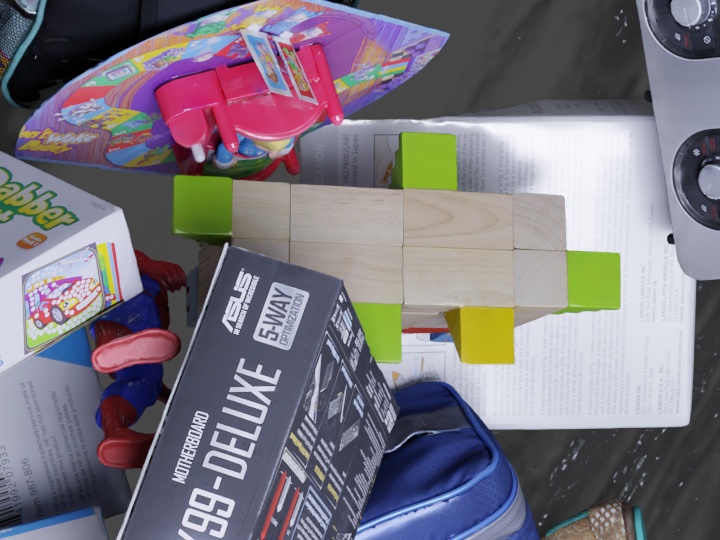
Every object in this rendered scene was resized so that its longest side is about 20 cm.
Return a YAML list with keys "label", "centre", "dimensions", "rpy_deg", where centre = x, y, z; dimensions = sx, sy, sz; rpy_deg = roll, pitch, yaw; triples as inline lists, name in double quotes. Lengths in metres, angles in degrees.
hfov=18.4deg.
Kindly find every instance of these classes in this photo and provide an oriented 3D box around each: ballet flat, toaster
- label: "ballet flat"
  centre: [0.135, 0.214, 1.178]
  dimensions: [0.065, 0.071, 0.201]
  rpy_deg: [-11, 106, 10]
- label: "toaster"
  centre: [0.229, -0.103, 1.065]
  dimensions: [0.200, 0.118, 0.182]
  rpy_deg: [-23, 107, -48]

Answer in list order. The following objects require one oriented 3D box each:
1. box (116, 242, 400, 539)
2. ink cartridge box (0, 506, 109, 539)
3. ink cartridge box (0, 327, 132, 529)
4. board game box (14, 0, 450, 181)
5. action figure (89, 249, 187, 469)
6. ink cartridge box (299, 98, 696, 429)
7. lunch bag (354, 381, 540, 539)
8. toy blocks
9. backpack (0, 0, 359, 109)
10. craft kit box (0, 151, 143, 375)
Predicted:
- label: "box"
  centre: [-0.040, 0.096, 0.875]
  dimensions: [0.050, 0.200, 0.158]
  rpy_deg: [17, 76, 12]
- label: "ink cartridge box"
  centre: [-0.166, 0.209, 0.981]
  dimensions: [0.128, 0.200, 0.126]
  rpy_deg: [-14, 67, -16]
- label: "ink cartridge box"
  centre: [-0.219, 0.063, 0.982]
  dimensions: [0.199, 0.084, 0.145]
  rpy_deg: [-18, 108, -16]
- label: "board game box"
  centre: [-0.050, -0.060, 0.961]
  dimensions: [0.200, 0.158, 0.039]
  rpy_deg: [4, 63, -60]
- label: "action figure"
  centre: [-0.092, 0.029, 0.933]
  dimensions: [0.051, 0.200, 0.066]
  rpy_deg: [-9, 104, -7]
- label: "ink cartridge box"
  centre: [0.068, -0.002, 1.110]
  dimensions: [0.199, 0.050, 0.162]
  rpy_deg: [0, 104, -2]
- label: "lunch bag"
  centre: [-0.016, 0.142, 1.049]
  dimensions: [0.199, 0.136, 0.133]
  rpy_deg: [-22, 109, -6]
- label: "toy blocks"
  centre: [0.000, 0.000, 1.011]
  dimensions: [0.199, 0.137, 0.100]
  rpy_deg: [2, 80, -16]
- label: "backpack"
  centre: [-0.073, -0.164, 0.921]
  dimensions: [0.175, 0.200, 0.154]
  rpy_deg: [-12, 86, -18]
- label: "craft kit box"
  centre: [-0.223, 0.009, 0.876]
  dimensions: [0.197, 0.200, 0.049]
  rpy_deg: [-32, 128, -33]
